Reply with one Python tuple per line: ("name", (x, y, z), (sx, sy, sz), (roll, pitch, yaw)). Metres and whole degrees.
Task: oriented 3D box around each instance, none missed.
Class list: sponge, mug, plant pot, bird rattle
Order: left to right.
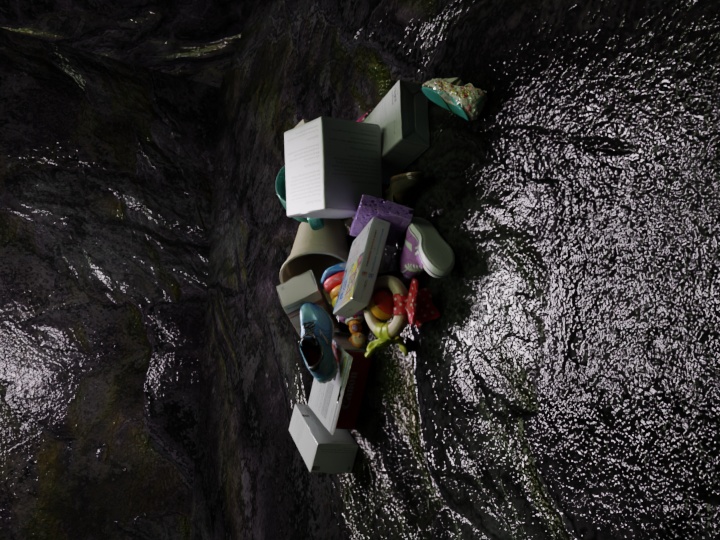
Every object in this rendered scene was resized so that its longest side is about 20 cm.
("mug", (-0.134, -0.185, 1.597), (0.115, 0.151, 0.186), (66, -139, -61))
("plant pot", (-0.106, -0.043, 1.662), (0.184, 0.199, 0.201), (-89, 24, -43))
("sponge", (0.042, -0.104, 1.359), (0.200, 0.111, 0.030), (117, 168, -75))
("bird rattle", (0.061, 0.083, 1.289), (0.163, 0.112, 0.201), (54, 136, 34))

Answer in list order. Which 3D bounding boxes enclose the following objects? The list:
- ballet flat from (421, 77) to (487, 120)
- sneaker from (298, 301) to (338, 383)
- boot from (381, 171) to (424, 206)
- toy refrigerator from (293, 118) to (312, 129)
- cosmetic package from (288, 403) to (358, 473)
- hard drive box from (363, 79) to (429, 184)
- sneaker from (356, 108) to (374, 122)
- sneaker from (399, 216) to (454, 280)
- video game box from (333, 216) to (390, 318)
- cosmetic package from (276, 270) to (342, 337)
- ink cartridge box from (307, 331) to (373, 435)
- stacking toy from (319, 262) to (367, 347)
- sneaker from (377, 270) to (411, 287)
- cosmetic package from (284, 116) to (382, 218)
("ballet flat", (0.193, -0.352, 1.260), (0.064, 0.076, 0.200), (-44, 37, 4))
("sneaker", (-0.105, 0.156, 1.458), (0.078, 0.090, 0.201), (-24, 58, 12))
("boot", (0.095, -0.153, 1.395), (0.200, 0.074, 0.098), (152, 113, -70))
("toy refrigerator", (-0.083, -0.332, 1.633), (0.076, 0.199, 0.070), (-32, 64, 44))
("cosmetic package", (-0.095, 0.412, 1.546), (0.200, 0.112, 0.082), (34, 112, 62))
("hard drive box", (0.076, -0.318, 1.469), (0.200, 0.076, 0.157), (-34, 52, 58))
("sneaker", (0.012, -0.330, 1.611), (0.081, 0.088, 0.201), (-26, 35, 50))
("sneaker", (0.129, -0.014, 1.265), (0.201, 0.072, 0.115), (-103, 30, -60))
("video game box", (0.000, 0.000, 1.362), (0.200, 0.047, 0.183), (137, 152, -72))
("cosmetic package", (-0.125, 0.112, 1.604), (0.087, 0.103, 0.201), (-115, -1, -50))
("ink cartridge box", (-0.042, 0.271, 1.512), (0.175, 0.083, 0.202), (33, 112, 62))
("stacking toy", (-0.023, 0.090, 1.507), (0.110, 0.115, 0.201), (116, 146, -59))
("sneaker", (0.063, 0.043, 1.408), (0.200, 0.070, 0.076), (-2, 100, 67))
("cosmetic package", (-0.063, -0.226, 1.435), (0.167, 0.165, 0.202), (-2, 90, 53))
